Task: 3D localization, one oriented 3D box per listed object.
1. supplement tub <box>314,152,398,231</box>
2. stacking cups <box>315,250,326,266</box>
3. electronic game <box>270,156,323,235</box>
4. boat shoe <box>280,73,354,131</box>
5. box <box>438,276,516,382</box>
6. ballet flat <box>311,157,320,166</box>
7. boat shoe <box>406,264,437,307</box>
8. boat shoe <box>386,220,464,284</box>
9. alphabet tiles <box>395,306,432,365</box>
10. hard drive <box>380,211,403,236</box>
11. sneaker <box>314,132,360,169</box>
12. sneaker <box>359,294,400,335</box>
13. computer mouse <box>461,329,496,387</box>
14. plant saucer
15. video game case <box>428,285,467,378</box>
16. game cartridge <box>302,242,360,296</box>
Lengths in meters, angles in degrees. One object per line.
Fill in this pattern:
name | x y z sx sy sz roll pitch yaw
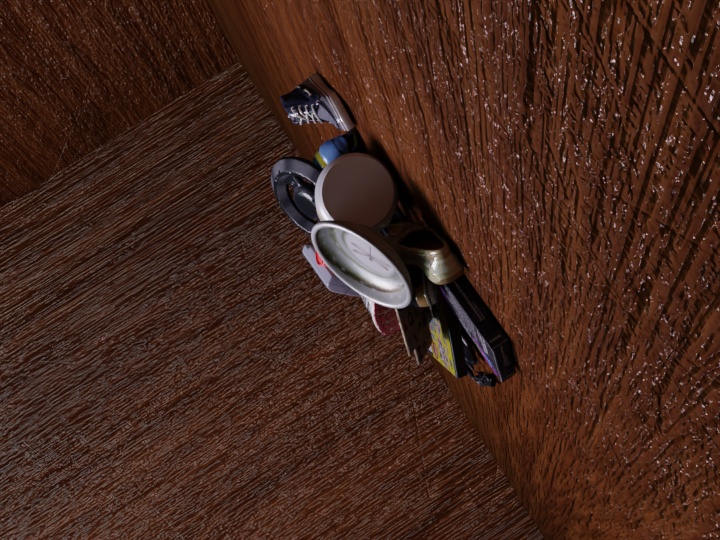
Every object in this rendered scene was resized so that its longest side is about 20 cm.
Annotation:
supplement tub | -0.008 -0.128 1.591 0.146 0.145 0.200 58 178 -1
stacking cups | 0.013 -0.027 1.679 0.060 0.199 0.061 179 90 -68
electronic game | -0.095 -0.138 1.776 0.199 0.042 0.201 29 146 22
boat shoe | -0.083 -0.293 1.682 0.075 0.092 0.200 59 178 -35
box | 0.185 0.074 1.493 0.201 0.036 0.143 59 179 31
ballet flat | -0.028 -0.142 1.804 0.201 0.072 0.072 57 178 4
boat shoe | 0.096 -0.002 1.572 0.200 0.062 0.075 -86 -22 -57
boat shoe | 0.098 -0.044 1.448 0.200 0.073 0.063 36 154 56
alphabet tiles | 0.091 0.058 1.621 0.166 0.006 0.201 -50 -53 -62
hard drive | 0.055 -0.103 1.845 0.135 0.042 0.200 59 178 -9
sneaker | -0.020 -0.226 1.755 0.066 0.078 0.200 52 -164 8
sneaker | 0.032 0.028 1.633 0.075 0.080 0.201 40 157 57
computer mouse | 0.218 0.166 1.929 0.200 0.046 0.140 47 172 6
plant saucer | 0.012 -0.022 1.472 0.199 0.050 0.200 32 157 15
video game case | 0.142 0.083 1.736 0.181 0.025 0.201 -140 35 -63
game cartridge | 0.000 0.000 1.725 0.199 0.042 0.133 4 -142 -36
